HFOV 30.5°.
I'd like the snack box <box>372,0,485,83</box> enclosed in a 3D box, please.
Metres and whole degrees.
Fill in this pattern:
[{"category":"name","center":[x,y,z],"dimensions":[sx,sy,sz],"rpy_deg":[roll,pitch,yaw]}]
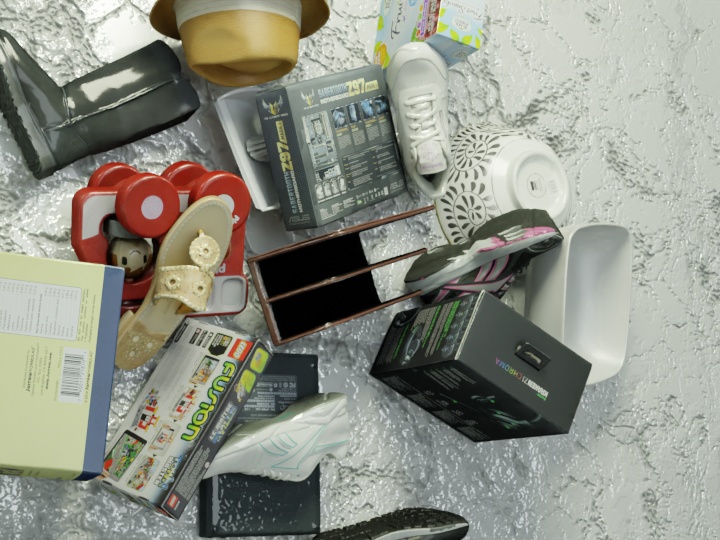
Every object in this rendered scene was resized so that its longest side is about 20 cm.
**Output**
[{"category":"snack box","center":[0.088,-0.339,1.596],"dimensions":[0.067,0.168,0.201],"rpy_deg":[16,74,-23]}]

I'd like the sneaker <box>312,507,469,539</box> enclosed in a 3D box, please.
[{"category":"sneaker","center":[0.034,0.330,1.506],"dimensions":[0.199,0.076,0.088],"rpy_deg":[-8,99,-28]}]

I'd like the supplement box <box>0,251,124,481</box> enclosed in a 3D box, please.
[{"category":"supplement box","center":[-0.342,0.092,1.260],"dimensions":[0.198,0.134,0.202],"rpy_deg":[8,76,-16]}]

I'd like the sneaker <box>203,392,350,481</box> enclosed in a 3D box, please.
[{"category":"sneaker","center":[-0.092,0.194,1.410],"dimensions":[0.199,0.070,0.081],"rpy_deg":[-16,100,-28]}]

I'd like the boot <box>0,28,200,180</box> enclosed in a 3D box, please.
[{"category":"boot","center":[-0.287,-0.207,1.410],"dimensions":[0.199,0.066,0.166],"rpy_deg":[-27,103,-29]}]

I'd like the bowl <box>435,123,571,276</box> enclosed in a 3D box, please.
[{"category":"bowl","center":[0.200,-0.097,1.661],"dimensions":[0.200,0.094,0.202],"rpy_deg":[6,79,-29]}]

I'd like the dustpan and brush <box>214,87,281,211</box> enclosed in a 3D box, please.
[{"category":"dustpan and brush","center":[-0.072,-0.153,1.528],"dimensions":[0.200,0.057,0.140],"rpy_deg":[-23,91,-61]}]

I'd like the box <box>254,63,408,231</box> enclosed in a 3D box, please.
[{"category":"box","center":[-0.029,-0.144,1.507],"dimensions":[0.200,0.051,0.159],"rpy_deg":[-27,107,-54]}]

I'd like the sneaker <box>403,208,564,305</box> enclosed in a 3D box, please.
[{"category":"sneaker","center":[0.157,-0.004,1.584],"dimensions":[0.087,0.199,0.081],"rpy_deg":[56,27,-24]}]

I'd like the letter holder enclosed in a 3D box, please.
[{"category":"letter holder","center":[0.000,0.000,1.459],"dimensions":[0.200,0.142,0.101],"rpy_deg":[-18,90,-53]}]

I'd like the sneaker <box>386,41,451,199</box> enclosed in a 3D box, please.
[{"category":"sneaker","center":[0.080,-0.174,1.550],"dimensions":[0.074,0.100,0.201],"rpy_deg":[-14,132,-3]}]

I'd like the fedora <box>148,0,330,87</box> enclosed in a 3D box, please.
[{"category":"fedora","center":[-0.130,-0.252,1.438],"dimensions":[0.199,0.200,0.082],"rpy_deg":[3,75,-30]}]

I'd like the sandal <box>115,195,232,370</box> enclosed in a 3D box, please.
[{"category":"sandal","center":[-0.183,0.030,1.358],"dimensions":[0.077,0.070,0.212],"rpy_deg":[21,110,-44]}]

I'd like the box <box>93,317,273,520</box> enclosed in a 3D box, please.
[{"category":"box","center":[-0.185,0.150,1.371],"dimensions":[0.201,0.110,0.035],"rpy_deg":[-60,141,-21]}]

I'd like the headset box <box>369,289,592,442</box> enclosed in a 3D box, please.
[{"category":"headset box","center":[0.141,0.115,1.523],"dimensions":[0.174,0.200,0.093],"rpy_deg":[33,66,-20]}]

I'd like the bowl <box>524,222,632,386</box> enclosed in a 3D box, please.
[{"category":"bowl","center":[0.267,0.040,1.646],"dimensions":[0.199,0.074,0.202],"rpy_deg":[-3,95,-55]}]

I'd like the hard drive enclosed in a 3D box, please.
[{"category":"hard drive","center":[-0.110,0.192,1.458],"dimensions":[0.139,0.033,0.202],"rpy_deg":[5,78,-30]}]

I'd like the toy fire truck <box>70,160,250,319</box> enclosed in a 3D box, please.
[{"category":"toy fire truck","center":[-0.209,-0.026,1.407],"dimensions":[0.199,0.112,0.169],"rpy_deg":[-4,103,-32]}]
